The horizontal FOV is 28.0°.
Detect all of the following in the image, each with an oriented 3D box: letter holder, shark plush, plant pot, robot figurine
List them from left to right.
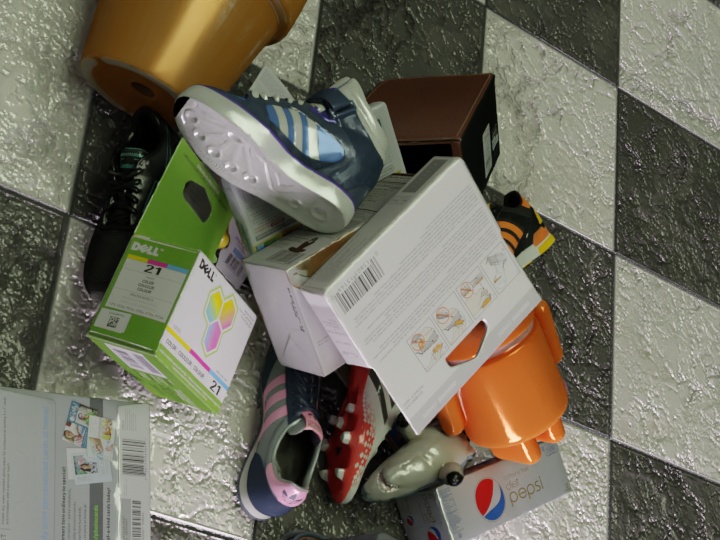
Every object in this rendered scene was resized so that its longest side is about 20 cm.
[{"bbox_3d":[-0.173,-0.243,1.385,0.200,0.200,0.184,35,70,-26],"label":"plant pot"},{"bbox_3d":[0.065,-0.134,1.583,0.200,0.141,0.101,-61,148,-59],"label":"letter holder"},{"bbox_3d":[0.066,0.191,1.488,0.091,0.083,0.200,44,18,8],"label":"shark plush"},{"bbox_3d":[0.138,0.099,1.462,0.117,0.143,0.201,-91,158,-70],"label":"robot figurine"}]

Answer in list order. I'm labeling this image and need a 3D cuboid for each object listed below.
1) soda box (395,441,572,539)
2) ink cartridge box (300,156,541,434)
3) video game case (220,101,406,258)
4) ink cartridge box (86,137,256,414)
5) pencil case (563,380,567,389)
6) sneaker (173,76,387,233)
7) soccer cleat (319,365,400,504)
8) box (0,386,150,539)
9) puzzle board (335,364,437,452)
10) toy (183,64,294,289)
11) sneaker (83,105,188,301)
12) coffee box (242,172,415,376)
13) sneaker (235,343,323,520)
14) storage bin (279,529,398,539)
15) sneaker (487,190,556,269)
[{"bbox_3d":[0.134,0.238,1.537,0.199,0.068,0.064,-14,83,-43],"label":"soda box"},{"bbox_3d":[0.061,0.022,1.357,0.200,0.045,0.177,-44,117,-25],"label":"ink cartridge box"},{"bbox_3d":[-0.028,-0.047,1.428,0.199,0.023,0.183,-29,111,-32],"label":"video game case"},{"bbox_3d":[-0.147,0.005,1.301,0.201,0.075,0.148,-68,155,-18],"label":"ink cartridge box"},{"bbox_3d":[0.138,0.095,1.566,0.200,0.083,0.087,46,39,-20],"label":"pencil case"},{"bbox_3d":[-0.065,-0.141,1.348,0.200,0.081,0.147,35,54,-12],"label":"sneaker"},{"bbox_3d":[0.015,0.141,1.457,0.085,0.069,0.201,19,68,-23],"label":"soccer cleat"},{"bbox_3d":[-0.272,0.181,1.223,0.199,0.041,0.157,12,66,-39],"label":"box"},{"bbox_3d":[0.058,0.095,1.562,0.151,0.017,0.200,54,48,-13],"label":"puzzle board"},{"bbox_3d":[-0.120,-0.094,1.454,0.115,0.047,0.201,50,54,-34],"label":"toy"},{"bbox_3d":[-0.216,-0.063,1.330,0.079,0.075,0.201,71,26,-50],"label":"sneaker"},{"bbox_3d":[0.000,0.000,1.389,0.199,0.079,0.115,-31,113,-31],"label":"coffee box"},{"bbox_3d":[-0.059,0.142,1.396,0.070,0.082,0.201,27,58,-31],"label":"sneaker"},{"bbox_3d":[0.024,0.330,1.361,0.199,0.134,0.146,32,55,-27],"label":"storage bin"},{"bbox_3d":[0.148,-0.029,1.653,0.200,0.070,0.090,-34,93,-51],"label":"sneaker"}]
